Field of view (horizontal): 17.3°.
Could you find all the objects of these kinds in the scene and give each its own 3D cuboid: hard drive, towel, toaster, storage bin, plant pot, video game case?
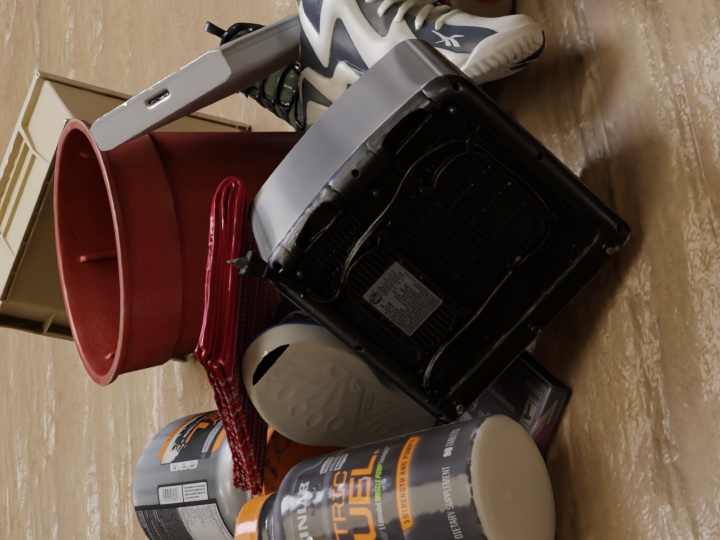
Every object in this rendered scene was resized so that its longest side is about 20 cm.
[{"bbox_3d":[-0.094,-0.147,1.733,0.132,0.200,0.026,-27,94,33],"label":"hard drive"},{"bbox_3d":[-0.081,0.046,1.593,0.200,0.022,0.145,81,-169,-59],"label":"towel"},{"bbox_3d":[0.038,-0.030,1.519,0.181,0.200,0.119,-48,23,7],"label":"toaster"},{"bbox_3d":[-0.203,-0.040,2.001,0.094,0.200,0.199,49,121,54],"label":"storage bin"},{"bbox_3d":[-0.113,-0.024,1.796,0.201,0.195,0.201,173,90,-70],"label":"plant pot"},{"bbox_3d":[0.069,0.142,1.616,0.143,0.019,0.200,43,115,59],"label":"video game case"}]

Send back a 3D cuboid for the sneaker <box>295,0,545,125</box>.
[{"bbox_3d":[0.030,-0.182,1.636,0.199,0.079,0.130,-12,93,45],"label":"sneaker"}]

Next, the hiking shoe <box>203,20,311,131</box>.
[{"bbox_3d":[-0.063,-0.147,1.894,0.200,0.101,0.076,43,116,59],"label":"hiking shoe"}]

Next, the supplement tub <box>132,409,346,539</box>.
[{"bbox_3d":[-0.077,0.159,1.764,0.200,0.122,0.123,-14,66,58],"label":"supplement tub"}]

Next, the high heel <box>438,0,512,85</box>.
[{"bbox_3d":[0.060,-0.160,1.715,0.096,0.067,0.200,-14,79,48],"label":"high heel"}]

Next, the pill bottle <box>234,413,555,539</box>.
[{"bbox_3d":[0.017,0.163,1.534,0.200,0.106,0.106,-17,61,30],"label":"pill bottle"}]

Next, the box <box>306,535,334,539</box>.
[{"bbox_3d":[0.040,0.254,1.423,0.109,0.200,0.128,-55,35,35],"label":"box"}]

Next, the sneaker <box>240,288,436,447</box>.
[{"bbox_3d":[-0.041,0.046,1.616,0.081,0.200,0.146,-48,53,12],"label":"sneaker"}]
